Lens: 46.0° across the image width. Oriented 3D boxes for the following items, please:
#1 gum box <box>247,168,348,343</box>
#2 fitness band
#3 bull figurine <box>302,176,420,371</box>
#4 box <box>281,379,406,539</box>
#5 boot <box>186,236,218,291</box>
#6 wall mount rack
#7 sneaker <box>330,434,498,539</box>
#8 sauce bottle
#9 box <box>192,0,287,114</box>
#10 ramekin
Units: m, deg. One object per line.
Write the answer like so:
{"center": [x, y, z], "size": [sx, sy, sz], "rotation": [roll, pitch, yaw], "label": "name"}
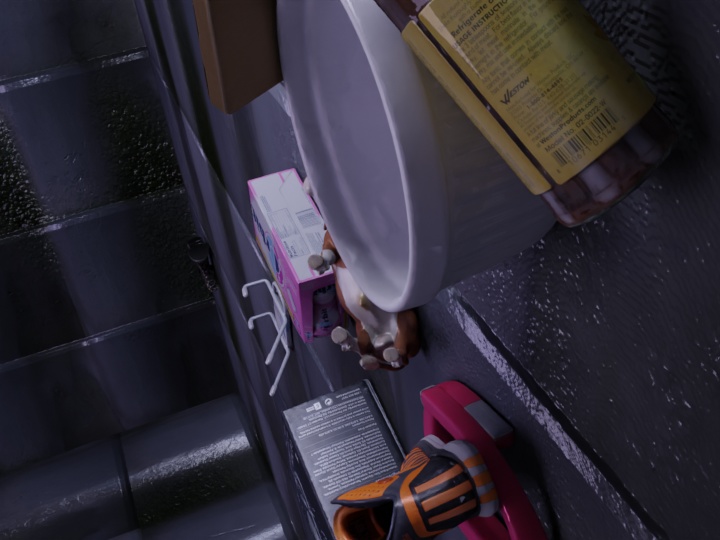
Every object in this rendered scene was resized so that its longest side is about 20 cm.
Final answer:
{"center": [-0.075, -0.018, 1.060], "size": [0.114, 0.066, 0.200], "rotation": [89, 158, -48], "label": "gum box"}
{"center": [0.097, 0.173, 0.699], "size": [0.200, 0.037, 0.144], "rotation": [-139, 34, -67], "label": "fitness band"}
{"center": [0.000, 0.000, 0.762], "size": [0.200, 0.065, 0.121], "rotation": [65, -161, -2], "label": "bull figurine"}
{"center": [-0.007, 0.281, 1.060], "size": [0.200, 0.124, 0.197], "rotation": [90, 155, -52], "label": "box"}
{"center": [-0.501, -0.009, 2.755], "size": [0.200, 0.069, 0.174], "rotation": [-129, 19, -65], "label": "boot"}
{"center": [-0.162, 0.119, 1.550], "size": [0.200, 0.075, 0.174], "rotation": [91, 157, -55], "label": "wall mount rack"}
{"center": [0.028, 0.183, 0.672], "size": [0.200, 0.112, 0.078], "rotation": [107, 141, -70], "label": "sneaker"}
{"center": [0.046, -0.111, 0.346], "size": [0.200, 0.065, 0.065], "rotation": [50, 167, -5], "label": "sauce bottle"}
{"center": [-0.036, -0.211, 0.491], "size": [0.021, 0.163, 0.200], "rotation": [34, 148, 26], "label": "box"}
{"center": [0.034, -0.086, 0.473], "size": [0.200, 0.105, 0.200], "rotation": [161, 90, -76], "label": "ramekin"}
